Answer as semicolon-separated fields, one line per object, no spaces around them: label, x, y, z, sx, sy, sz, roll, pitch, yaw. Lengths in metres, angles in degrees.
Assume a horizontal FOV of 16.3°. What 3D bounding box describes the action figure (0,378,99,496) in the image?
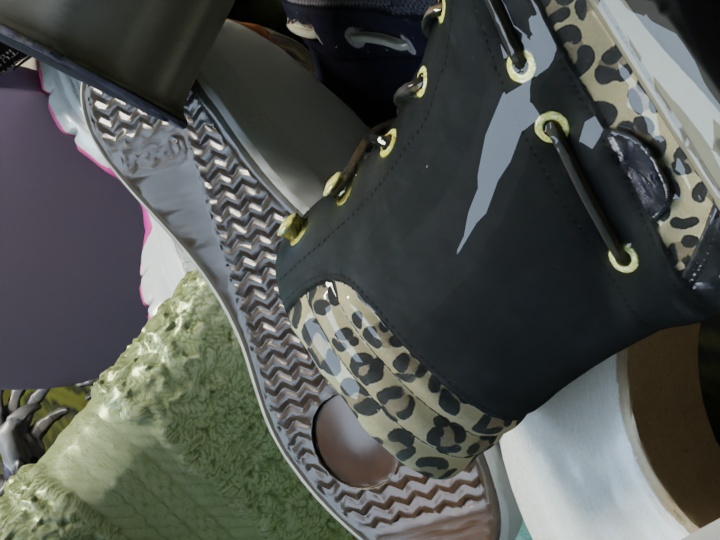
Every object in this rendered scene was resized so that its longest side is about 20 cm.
action figure;-0.127;0.091;1.067;0.200;0.119;0.102;-4;81;15

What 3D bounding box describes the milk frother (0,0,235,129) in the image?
milk frother;-0.101;-0.170;0.725;0.188;0.180;0.200;-62;29;0

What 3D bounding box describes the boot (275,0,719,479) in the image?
boot;0.021;-0.055;0.659;0.154;0.073;0.204;-38;84;35

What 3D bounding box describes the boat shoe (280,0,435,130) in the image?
boat shoe;0.044;-0.079;0.766;0.200;0.075;0.093;21;140;53

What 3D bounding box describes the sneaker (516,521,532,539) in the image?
sneaker;0.068;0.050;0.795;0.200;0.074;0.118;58;148;9

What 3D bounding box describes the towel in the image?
towel;-0.035;0.104;0.854;0.200;0.148;0.036;47;168;-36

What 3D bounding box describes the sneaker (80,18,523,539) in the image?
sneaker;0.000;0.000;0.777;0.073;0.085;0.200;-38;79;33

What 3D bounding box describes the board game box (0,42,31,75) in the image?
board game box;-0.142;-0.179;0.922;0.200;0.135;0.028;56;-179;19

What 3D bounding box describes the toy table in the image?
toy table;-0.160;-0.043;1.002;0.117;0.184;0.200;48;178;38

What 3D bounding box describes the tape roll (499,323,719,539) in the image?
tape roll;0.122;0.027;0.670;0.203;0.037;0.203;4;96;43

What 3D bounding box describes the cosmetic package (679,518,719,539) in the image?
cosmetic package;0.170;0.066;0.523;0.101;0.200;0.071;24;129;50

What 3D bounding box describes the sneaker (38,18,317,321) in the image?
sneaker;-0.048;-0.056;0.904;0.088;0.081;0.200;-51;51;30
